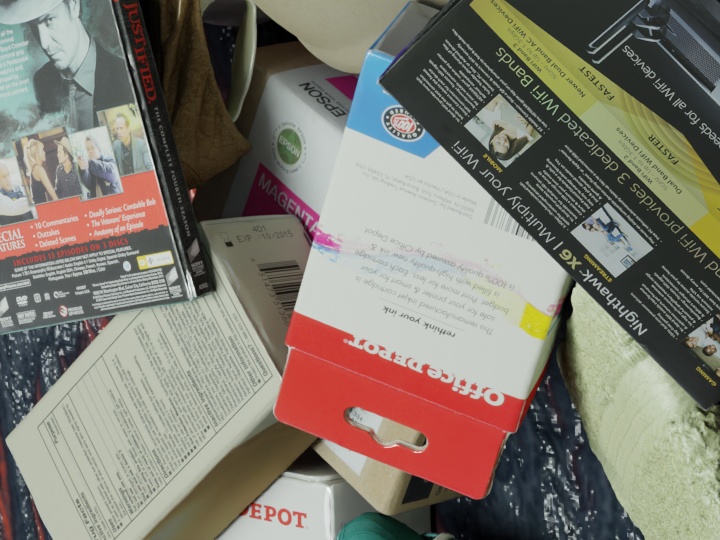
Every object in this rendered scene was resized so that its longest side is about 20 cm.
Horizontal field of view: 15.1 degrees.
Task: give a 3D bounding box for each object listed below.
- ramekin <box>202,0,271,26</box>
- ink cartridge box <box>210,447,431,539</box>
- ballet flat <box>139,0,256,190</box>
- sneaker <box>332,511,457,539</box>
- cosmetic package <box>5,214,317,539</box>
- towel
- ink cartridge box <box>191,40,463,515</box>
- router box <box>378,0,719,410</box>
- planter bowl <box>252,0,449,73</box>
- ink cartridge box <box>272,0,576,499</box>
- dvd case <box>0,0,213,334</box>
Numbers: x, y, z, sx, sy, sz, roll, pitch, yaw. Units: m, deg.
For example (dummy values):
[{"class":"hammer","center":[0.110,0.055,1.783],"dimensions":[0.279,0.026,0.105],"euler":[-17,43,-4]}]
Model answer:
[{"class":"ramekin","center":[-0.103,-0.227,1.447],"dimensions":[0.200,0.098,0.201],"euler":[10,104,44]},{"class":"ink cartridge box","center":[-0.037,0.195,1.466],"dimensions":[0.146,0.086,0.201],"euler":[7,100,45]},{"class":"ballet flat","center":[-0.088,-0.137,1.354],"dimensions":[0.068,0.072,0.201],"euler":[-145,43,-62]},{"class":"sneaker","center":[0.078,0.172,1.344],"dimensions":[0.200,0.071,0.080],"euler":[36,117,12]},{"class":"cosmetic package","center":[-0.088,0.070,1.390],"dimensions":[0.200,0.071,0.105],"euler":[-44,64,37]},{"class":"towel","center":[0.133,0.078,1.237],"dimensions":[0.200,0.036,0.149],"euler":[93,151,-74]},{"class":"ink cartridge box","center":[0.000,0.000,1.401],"dimensions":[0.200,0.075,0.165],"euler":[41,125,34]},{"class":"router box","center":[0.127,-0.058,1.090],"dimensions":[0.200,0.052,0.157],"euler":[45,137,-4]},{"class":"planter bowl","center":[-0.011,-0.211,1.269],"dimensions":[0.200,0.135,0.201],"euler":[-35,40,36]},{"class":"ink cartridge box","center":[0.040,-0.007,1.239],"dimensions":[0.116,0.067,0.200],"euler":[21,121,8]},{"class":"dvd case","center":[-0.152,-0.074,1.348],"dimensions":[0.146,0.022,0.201],"euler":[-11,97,41]}]
